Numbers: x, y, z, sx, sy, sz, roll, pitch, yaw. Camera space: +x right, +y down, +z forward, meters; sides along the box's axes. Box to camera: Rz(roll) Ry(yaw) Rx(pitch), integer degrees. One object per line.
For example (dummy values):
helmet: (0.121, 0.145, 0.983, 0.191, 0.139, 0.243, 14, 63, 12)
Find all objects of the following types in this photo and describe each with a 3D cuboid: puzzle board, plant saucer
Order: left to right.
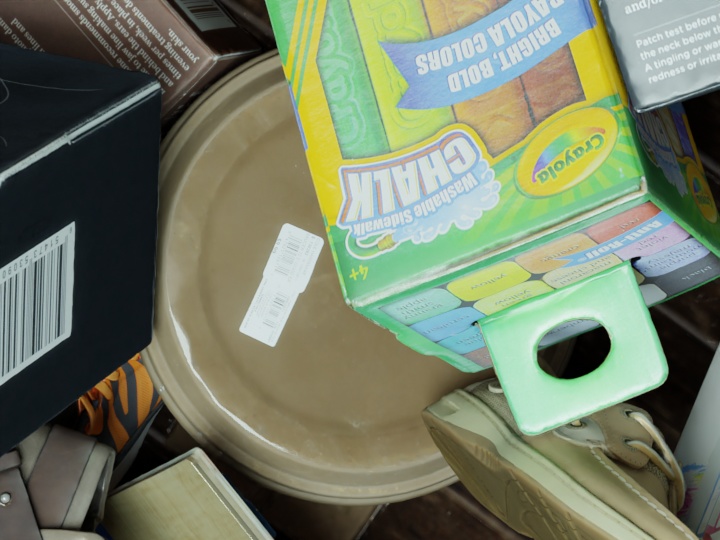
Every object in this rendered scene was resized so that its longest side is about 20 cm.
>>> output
puzzle board: (-0.040, 0.169, 1.127, 0.200, 0.017, 0.151, 52, 147, -6)
plant saucer: (0.000, 0.000, 1.104, 0.199, 0.029, 0.201, 0, 91, -6)

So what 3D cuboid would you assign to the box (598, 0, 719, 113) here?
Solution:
box: (0.143, -0.176, 0.987, 0.123, 0.200, 0.198, -17, 92, 17)

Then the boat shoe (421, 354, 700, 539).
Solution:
boat shoe: (0.089, 0.077, 1.003, 0.064, 0.200, 0.071, -35, 117, -10)

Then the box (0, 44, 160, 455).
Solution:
box: (-0.210, -0.011, 1.012, 0.196, 0.200, 0.125, 15, 116, 21)

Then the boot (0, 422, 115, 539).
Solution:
boot: (-0.168, 0.147, 1.040, 0.145, 0.070, 0.201, 3, 72, -5)

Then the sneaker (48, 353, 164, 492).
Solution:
sneaker: (-0.111, 0.036, 1.136, 0.077, 0.112, 0.201, 31, 105, 10)

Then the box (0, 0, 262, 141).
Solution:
box: (-0.149, -0.064, 1.156, 0.200, 0.075, 0.100, -43, 85, 15)

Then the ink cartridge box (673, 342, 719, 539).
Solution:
ink cartridge box: (0.193, 0.106, 1.004, 0.128, 0.125, 0.201, 31, 69, -14)

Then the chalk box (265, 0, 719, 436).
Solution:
chalk box: (0.057, -0.042, 0.990, 0.124, 0.124, 0.201, -23, 68, 17)
